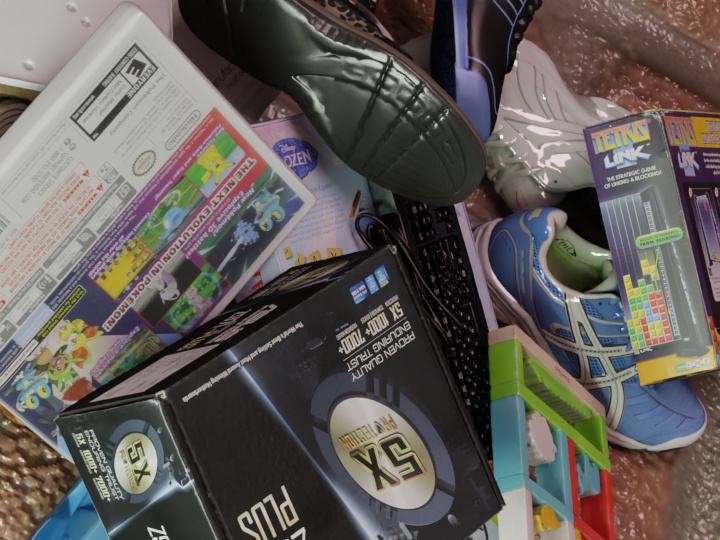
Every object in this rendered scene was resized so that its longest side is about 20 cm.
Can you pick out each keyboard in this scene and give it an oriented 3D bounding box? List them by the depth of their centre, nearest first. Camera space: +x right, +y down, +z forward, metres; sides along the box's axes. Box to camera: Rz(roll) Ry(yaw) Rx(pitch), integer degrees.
[{"bbox_3d":[0.053,0.017,1.579,0.104,0.040,0.200,-21,95,-55],"label":"keyboard"}]

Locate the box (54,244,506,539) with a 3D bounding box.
[{"bbox_3d":[-0.038,0.102,1.412,0.200,0.086,0.164,-32,103,-44],"label":"box"}]

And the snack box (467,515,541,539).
[{"bbox_3d":[0.028,0.202,1.553,0.200,0.053,0.142,11,62,-31],"label":"snack box"}]

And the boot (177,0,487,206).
[{"bbox_3d":[0.002,-0.135,1.561,0.204,0.073,0.154,37,28,-3],"label":"boot"}]

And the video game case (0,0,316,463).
[{"bbox_3d":[-0.136,-0.015,1.414,0.200,0.023,0.182,-49,134,-6],"label":"video game case"}]

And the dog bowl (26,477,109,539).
[{"bbox_3d":[-0.118,0.149,1.461,0.111,0.050,0.200,47,61,-13],"label":"dog bowl"}]

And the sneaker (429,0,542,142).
[{"bbox_3d":[0.087,-0.171,1.673,0.078,0.070,0.200,3,75,-10],"label":"sneaker"}]

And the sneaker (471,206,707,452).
[{"bbox_3d":[0.152,0.040,1.704,0.200,0.077,0.076,43,49,-14],"label":"sneaker"}]

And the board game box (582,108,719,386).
[{"bbox_3d":[0.217,-0.017,1.716,0.200,0.057,0.165,-2,78,-65],"label":"board game box"}]

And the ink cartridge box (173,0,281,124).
[{"bbox_3d":[-0.164,-0.125,1.559,0.200,0.084,0.145,44,49,-9],"label":"ink cartridge box"}]

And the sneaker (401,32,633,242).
[{"bbox_3d":[0.105,-0.084,1.734,0.200,0.078,0.099,26,59,-21],"label":"sneaker"}]

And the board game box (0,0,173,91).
[{"bbox_3d":[-0.201,-0.179,1.447,0.200,0.026,0.200,10,55,-21],"label":"board game box"}]

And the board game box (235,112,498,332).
[{"bbox_3d":[0.000,0.000,1.582,0.200,0.041,0.200,-17,93,-54],"label":"board game box"}]

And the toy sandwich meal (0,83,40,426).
[{"bbox_3d":[-0.198,-0.006,1.437,0.205,0.070,0.205,-23,123,-41],"label":"toy sandwich meal"}]

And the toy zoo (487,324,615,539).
[{"bbox_3d":[0.118,0.147,1.590,0.131,0.020,0.200,40,40,-50],"label":"toy zoo"}]
